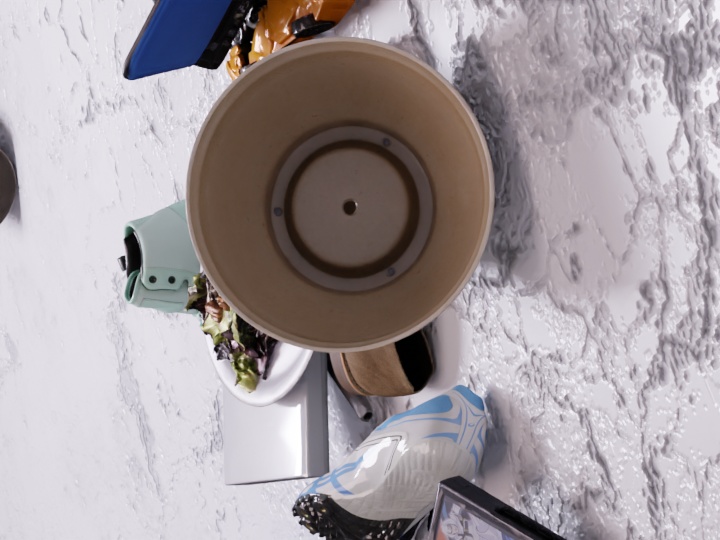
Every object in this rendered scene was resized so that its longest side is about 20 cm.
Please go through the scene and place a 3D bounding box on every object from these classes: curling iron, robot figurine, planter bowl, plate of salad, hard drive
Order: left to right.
[{"bbox_3d":[-0.083,0.002,1.852,0.199,0.048,0.202,-7,82,57],"label":"plate of salad"},{"bbox_3d":[-0.068,0.062,1.890,0.132,0.026,0.202,-13,77,57],"label":"hard drive"},{"bbox_3d":[-0.039,-0.147,1.754,0.200,0.058,0.146,-28,77,65],"label":"robot figurine"},{"bbox_3d":[-0.032,0.056,1.887,0.200,0.025,0.050,49,138,48],"label":"curling iron"},{"bbox_3d":[-0.010,-0.046,1.616,0.135,0.199,0.202,29,-135,-86],"label":"planter bowl"}]

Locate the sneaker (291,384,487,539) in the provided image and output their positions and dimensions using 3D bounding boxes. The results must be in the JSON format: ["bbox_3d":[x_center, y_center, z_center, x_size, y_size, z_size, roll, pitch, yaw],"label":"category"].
[{"bbox_3d":[0.024,0.142,1.726,0.072,0.073,0.200,40,138,-15],"label":"sneaker"}]

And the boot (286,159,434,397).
[{"bbox_3d":[0.000,0.000,1.730,0.075,0.073,0.201,7,126,52],"label":"boot"}]

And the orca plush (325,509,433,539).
[{"bbox_3d":[0.007,0.192,1.821,0.200,0.071,0.106,-6,98,66],"label":"orca plush"}]

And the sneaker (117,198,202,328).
[{"bbox_3d":[-0.131,0.042,1.984,0.074,0.117,0.202,-36,71,63],"label":"sneaker"}]

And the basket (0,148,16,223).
[{"bbox_3d":[-0.459,-0.113,2.609,0.200,0.135,0.182,34,127,52],"label":"basket"}]

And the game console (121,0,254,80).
[{"bbox_3d":[-0.112,-0.248,1.702,0.201,0.118,0.171,-58,44,22],"label":"game console"}]

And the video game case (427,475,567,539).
[{"bbox_3d":[0.104,0.263,1.604,0.180,0.025,0.202,28,118,39],"label":"video game case"}]
